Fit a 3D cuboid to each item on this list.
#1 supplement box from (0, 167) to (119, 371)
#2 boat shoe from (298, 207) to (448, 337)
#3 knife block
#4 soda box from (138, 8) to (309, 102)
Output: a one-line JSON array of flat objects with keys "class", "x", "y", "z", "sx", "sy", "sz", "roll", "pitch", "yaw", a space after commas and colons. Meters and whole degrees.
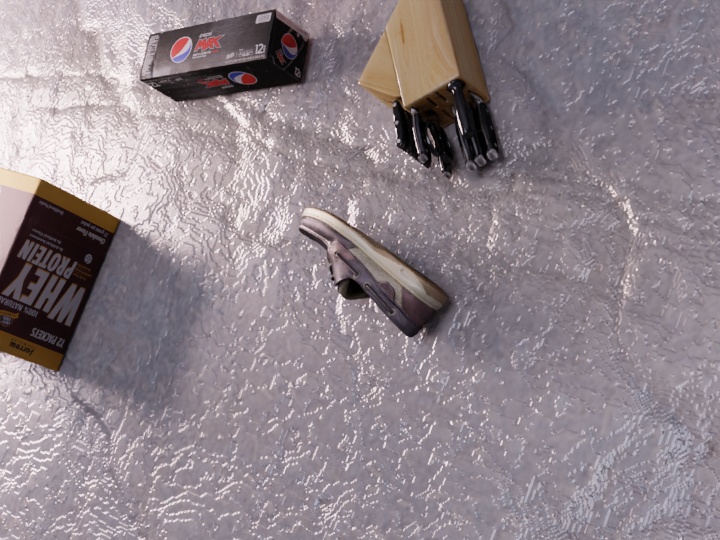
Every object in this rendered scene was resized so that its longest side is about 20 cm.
[{"class": "supplement box", "x": -0.433, "y": -0.011, "z": 1.727, "sx": 0.197, "sy": 0.133, "sz": 0.200, "roll": 15, "pitch": 80, "yaw": 39}, {"class": "boat shoe", "x": 0.000, "y": 0.000, "z": 1.443, "sx": 0.200, "sy": 0.072, "sz": 0.065, "roll": 34, "pitch": 88, "yaw": 35}, {"class": "knife block", "x": 0.093, "y": -0.200, "z": 1.464, "sx": 0.175, "sy": 0.064, "sz": 0.200, "roll": 24, "pitch": 86, "yaw": 40}, {"class": "soda box", "x": -0.159, "y": -0.247, "z": 1.665, "sx": 0.200, "sy": 0.071, "sz": 0.063, "roll": -3, "pitch": 70, "yaw": 36}]
